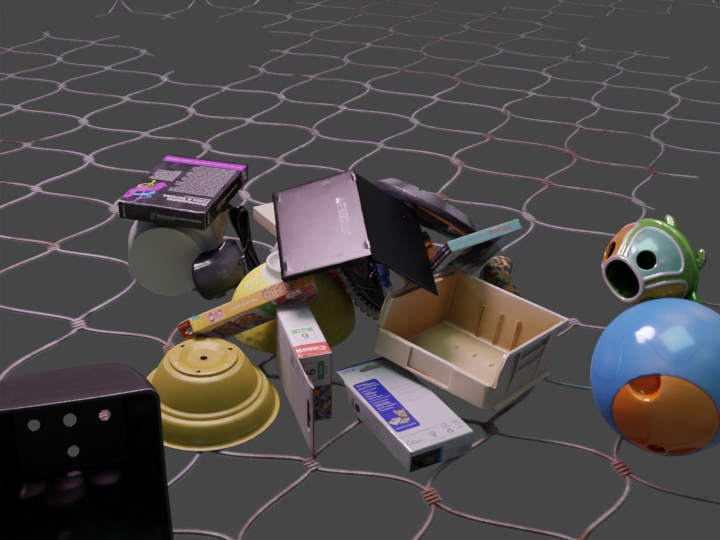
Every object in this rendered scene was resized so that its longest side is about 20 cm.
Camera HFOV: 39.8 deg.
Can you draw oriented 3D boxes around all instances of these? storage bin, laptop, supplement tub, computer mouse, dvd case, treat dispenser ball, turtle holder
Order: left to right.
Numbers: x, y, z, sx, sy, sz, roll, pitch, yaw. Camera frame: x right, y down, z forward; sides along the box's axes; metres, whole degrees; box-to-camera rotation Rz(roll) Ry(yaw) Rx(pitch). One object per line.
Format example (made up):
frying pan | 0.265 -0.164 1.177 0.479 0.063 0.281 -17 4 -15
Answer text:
supplement tub | -0.300 -0.060 1.640 0.145 0.146 0.200 3 28 1
computer mouse | -0.208 -0.039 1.574 0.046 0.141 0.200 -12 8 23
laptop | -0.010 -0.040 1.432 0.199 0.116 0.188 -15 44 4
dvd case | 0.148 -0.009 1.556 0.146 0.200 0.022 -18 73 -33
storage bin | 0.153 0.094 1.406 0.199 0.094 0.198 26 26 29
turtle holder | 0.465 0.014 1.597 0.131 0.186 0.141 -21 4 -37
treat dispenser ball | 0.397 0.136 1.276 0.200 0.202 0.201 2 29 -1

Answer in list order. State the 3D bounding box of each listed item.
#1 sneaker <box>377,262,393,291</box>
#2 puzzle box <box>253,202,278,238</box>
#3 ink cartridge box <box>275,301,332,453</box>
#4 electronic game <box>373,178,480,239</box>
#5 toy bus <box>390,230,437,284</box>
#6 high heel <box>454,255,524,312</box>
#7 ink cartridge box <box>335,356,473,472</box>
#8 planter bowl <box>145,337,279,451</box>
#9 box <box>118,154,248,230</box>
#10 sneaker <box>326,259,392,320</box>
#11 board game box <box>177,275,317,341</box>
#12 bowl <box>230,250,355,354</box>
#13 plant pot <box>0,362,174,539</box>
sneaker | -0.019 -0.030 1.666 0.078 0.090 0.200 -23 37 -39
puzzle box | -0.083 -0.103 1.860 0.199 0.026 0.133 -16 33 -30
ink cartridge box | -0.069 0.139 1.332 0.050 0.109 0.200 -8 31 -16
electronic game | 0.108 -0.090 1.592 0.199 0.042 0.200 28 -3 1
toy bus | 0.073 -0.033 1.637 0.065 0.079 0.200 -26 21 -6
high heel | 0.248 0.046 1.585 0.142 0.072 0.200 25 33 17
ink cartridge box | 0.054 0.186 1.330 0.099 0.039 0.200 -13 33 -27
planter bowl | -0.209 0.147 1.336 0.199 0.084 0.201 2 28 -1
box | -0.277 -0.127 1.578 0.142 0.036 0.200 8 28 11
sneaker | 0.000 0.000 1.515 0.075 0.200 0.081 -39 22 13
board game box | -0.156 0.058 1.402 0.199 0.096 0.030 -20 73 -8
bowl | -0.105 0.032 1.528 0.199 0.108 0.200 2 29 -1
plant pot | -0.329 0.204 1.127 0.198 0.201 0.177 -7 19 -16
